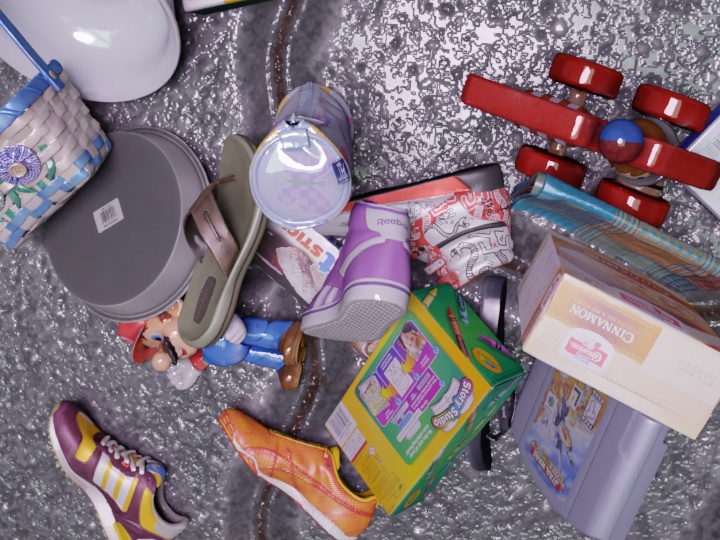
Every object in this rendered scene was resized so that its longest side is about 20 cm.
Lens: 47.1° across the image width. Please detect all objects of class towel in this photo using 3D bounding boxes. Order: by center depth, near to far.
[{"bbox_3d":[0.231,-0.029,0.736,0.198,0.147,0.022,27,90,2],"label":"towel"}]

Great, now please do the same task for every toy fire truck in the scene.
[{"bbox_3d":[0.197,-0.113,0.694,0.198,0.167,0.114,29,109,27],"label":"toy fire truck"}]

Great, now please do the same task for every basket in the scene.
[{"bbox_3d":[-0.344,-0.138,0.761,0.176,0.140,0.200,-37,110,18],"label":"basket"}]

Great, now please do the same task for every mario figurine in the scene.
[{"bbox_3d":[-0.159,0.085,0.855,0.196,0.106,0.126,11,107,6],"label":"mario figurine"}]

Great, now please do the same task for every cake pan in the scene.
[{"bbox_3d":[-0.241,-0.050,0.833,0.197,0.037,0.204,-3,83,23],"label":"cake pan"}]

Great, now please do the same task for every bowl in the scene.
[{"bbox_3d":[-0.258,-0.261,0.776,0.197,0.092,0.202,5,148,3],"label":"bowl"}]

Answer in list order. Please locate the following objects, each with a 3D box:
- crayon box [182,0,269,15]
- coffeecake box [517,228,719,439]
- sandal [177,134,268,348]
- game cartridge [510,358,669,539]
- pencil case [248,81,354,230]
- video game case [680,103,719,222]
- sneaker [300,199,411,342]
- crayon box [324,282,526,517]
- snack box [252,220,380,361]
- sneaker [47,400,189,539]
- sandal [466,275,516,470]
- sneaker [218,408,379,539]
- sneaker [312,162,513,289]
[{"bbox_3d":[-0.078,-0.323,0.770,0.196,0.052,0.128,-7,102,13],"label":"crayon box"},{"bbox_3d":[0.222,0.044,0.724,0.152,0.200,0.074,27,106,2],"label":"coffeecake box"},{"bbox_3d":[-0.135,-0.028,0.763,0.079,0.057,0.204,16,90,49],"label":"sandal"},{"bbox_3d":[0.199,0.145,0.756,0.041,0.200,0.135,18,105,-17],"label":"game cartridge"},{"bbox_3d":[-0.048,-0.108,0.739,0.082,0.201,0.092,-18,110,9],"label":"pencil case"},{"bbox_3d":[0.408,-0.105,0.736,0.181,0.045,0.200,43,107,0],"label":"video game case"},{"bbox_3d":[0.001,0.000,0.773,0.072,0.200,0.116,12,70,-20],"label":"sneaker"},{"bbox_3d":[0.056,0.127,0.799,0.119,0.058,0.201,50,127,26],"label":"crayon box"},{"bbox_3d":[-0.033,0.010,0.854,0.199,0.024,0.072,41,106,-1],"label":"snack box"},{"bbox_3d":[-0.268,0.222,0.930,0.089,0.075,0.202,-26,104,7],"label":"sneaker"},{"bbox_3d":[0.134,0.108,0.819,0.042,0.076,0.204,7,104,15],"label":"sandal"},{"bbox_3d":[-0.067,0.207,0.896,0.199,0.073,0.078,37,85,-4],"label":"sneaker"},{"bbox_3d":[0.051,-0.030,0.808,0.198,0.067,0.110,-12,98,10],"label":"sneaker"}]
